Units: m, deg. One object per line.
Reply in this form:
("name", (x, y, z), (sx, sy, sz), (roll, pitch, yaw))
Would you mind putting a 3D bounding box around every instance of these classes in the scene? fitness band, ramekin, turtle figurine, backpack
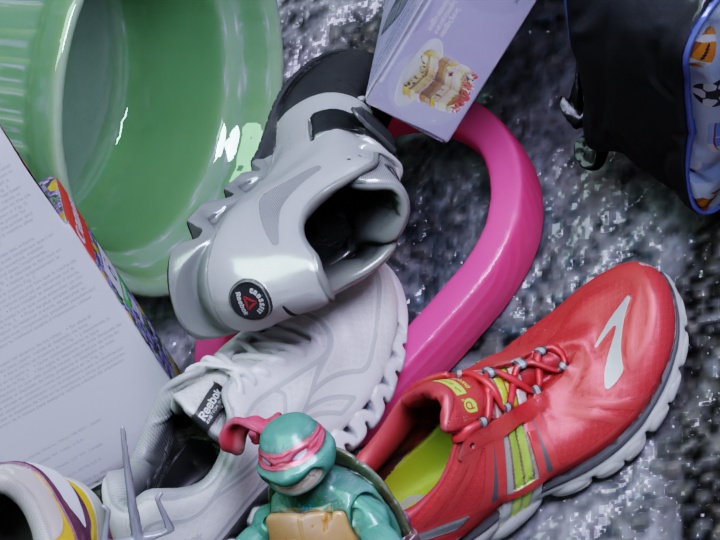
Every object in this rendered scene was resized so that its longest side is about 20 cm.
("fitness band", (0.000, 0.000, 1.301), (0.200, 0.037, 0.144), (-48, 50, -2))
("ramekin", (-0.130, -0.091, 1.322), (0.097, 0.200, 0.201), (8, 66, 29))
("turtle figurine", (-0.014, 0.133, 1.123), (0.149, 0.201, 0.101), (0, 34, 41))
("backpack", (0.187, -0.134, 1.181), (0.154, 0.200, 0.191), (32, 70, 18))

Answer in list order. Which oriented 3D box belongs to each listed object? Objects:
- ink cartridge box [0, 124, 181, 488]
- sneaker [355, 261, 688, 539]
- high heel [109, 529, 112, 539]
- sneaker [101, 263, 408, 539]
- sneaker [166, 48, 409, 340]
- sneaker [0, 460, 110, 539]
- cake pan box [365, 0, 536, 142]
("ink cartridge box", (-0.167, 0.016, 1.222), (0.109, 0.200, 0.050), (-28, 32, 3))
("sneaker", (0.062, 0.067, 1.191), (0.200, 0.085, 0.077), (-42, 50, 1))
("high heel", (-0.066, 0.149, 1.225), (0.096, 0.067, 0.200), (-50, 35, 13))
("sneaker", (-0.046, 0.061, 1.209), (0.075, 0.081, 0.200), (15, 57, 34))
("sneaker", (-0.007, -0.037, 1.229), (0.088, 0.074, 0.200), (-5, 35, 29))
("sneaker", (-0.150, 0.182, 1.141), (0.075, 0.090, 0.201), (-8, 78, 15))
("cake pan box", (0.074, -0.185, 1.256), (0.200, 0.052, 0.184), (-58, 12, 28))
